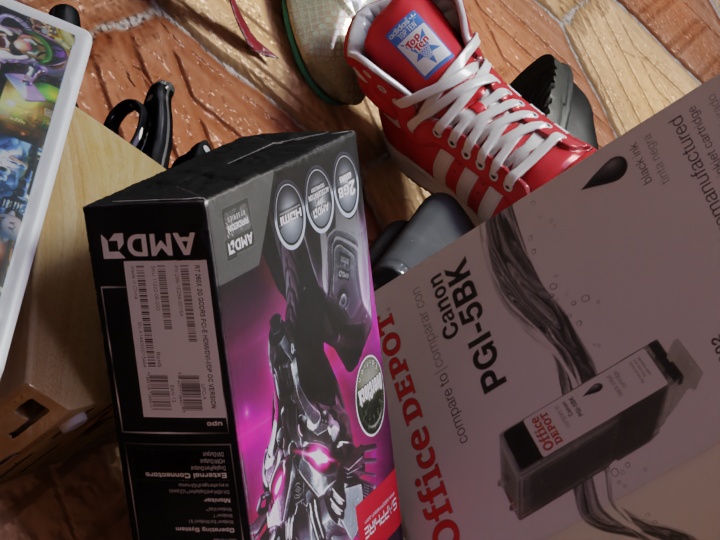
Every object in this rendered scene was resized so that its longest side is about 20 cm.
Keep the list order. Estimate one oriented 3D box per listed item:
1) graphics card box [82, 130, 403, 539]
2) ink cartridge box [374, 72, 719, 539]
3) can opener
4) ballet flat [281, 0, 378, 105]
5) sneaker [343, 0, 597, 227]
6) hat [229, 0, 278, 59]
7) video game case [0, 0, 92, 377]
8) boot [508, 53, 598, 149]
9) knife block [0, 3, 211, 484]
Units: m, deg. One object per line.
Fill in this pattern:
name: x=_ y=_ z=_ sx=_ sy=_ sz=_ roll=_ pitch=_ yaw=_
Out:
graphics card box: x=-0.034 y=0.059 z=0.709 sx=0.125 sy=0.051 sz=0.200 roll=-30 pitch=115 yaw=-63
ink cartridge box: x=0.105 y=0.038 z=0.787 sx=0.083 sy=0.200 sz=0.147 roll=35 pitch=30 yaw=-47
can opener: x=0.000 y=0.000 z=0.943 sx=0.067 sy=0.053 sz=0.200 roll=51 pitch=25 yaw=-7
ballet flat: x=-0.009 y=-0.175 z=1.130 sx=0.067 sy=0.062 sz=0.200 roll=35 pitch=32 yaw=-35
sneaker: x=0.063 y=-0.077 z=1.014 sx=0.200 sy=0.071 sz=0.113 roll=31 pitch=-24 yaw=46
hat: x=-0.090 y=-0.219 z=0.953 sx=0.166 sy=0.200 sz=0.176 roll=36 pitch=21 yaw=10
video game case: x=-0.188 y=-0.054 z=0.659 sx=0.182 sy=0.023 sz=0.200 roll=21 pitch=35 yaw=-13
boot: x=0.136 y=-0.010 z=1.147 sx=0.158 sy=0.079 sz=0.211 roll=32 pitch=43 yaw=-25
knife block: x=-0.121 y=-0.020 z=0.753 sx=0.176 sy=0.064 sz=0.200 roll=57 pitch=26 yaw=8
